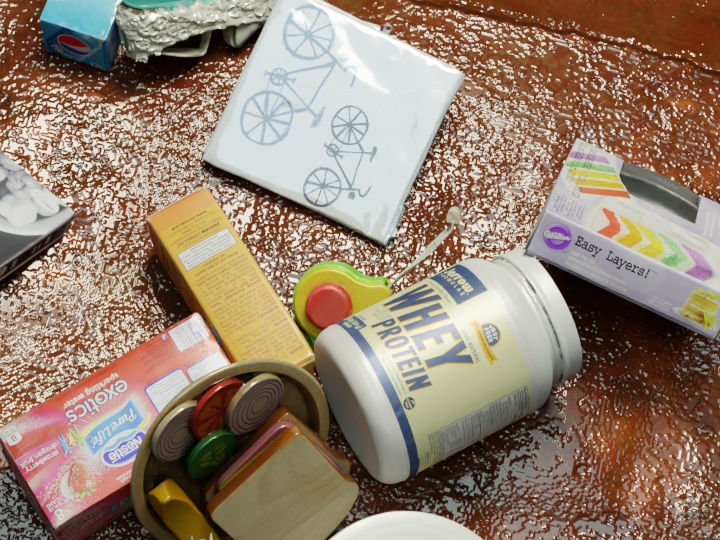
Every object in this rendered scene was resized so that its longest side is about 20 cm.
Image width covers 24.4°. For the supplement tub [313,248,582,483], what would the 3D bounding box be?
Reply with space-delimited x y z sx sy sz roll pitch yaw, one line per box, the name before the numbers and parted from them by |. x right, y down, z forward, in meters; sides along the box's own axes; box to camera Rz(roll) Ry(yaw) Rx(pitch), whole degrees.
supplement tub | 0.075 0.078 1.435 0.199 0.145 0.146 -26 74 -14

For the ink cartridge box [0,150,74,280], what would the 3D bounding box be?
ink cartridge box | -0.388 -0.055 1.457 0.198 0.044 0.200 39 46 9

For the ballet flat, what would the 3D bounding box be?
ballet flat | -0.142 -0.239 1.577 0.199 0.072 0.072 -16 71 -29

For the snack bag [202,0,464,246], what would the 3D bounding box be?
snack bag | -0.022 -0.147 1.556 0.199 0.021 0.190 25 84 2

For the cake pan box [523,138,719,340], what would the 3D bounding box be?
cake pan box | 0.252 -0.033 1.490 0.183 0.053 0.200 28 28 5

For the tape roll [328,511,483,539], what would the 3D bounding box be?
tape roll | 0.024 0.304 1.334 0.201 0.139 0.205 4 72 -13

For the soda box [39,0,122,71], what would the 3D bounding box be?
soda box | -0.238 -0.297 1.592 0.067 0.064 0.201 18 68 2

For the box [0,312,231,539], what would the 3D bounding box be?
box | -0.195 0.138 1.414 0.199 0.096 0.100 -31 74 -16

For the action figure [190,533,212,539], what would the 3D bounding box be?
action figure | -0.153 0.303 1.335 0.129 0.069 0.202 21 95 -17

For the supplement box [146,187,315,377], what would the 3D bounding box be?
supplement box | -0.112 0.028 1.463 0.068 0.067 0.201 -30 64 -14

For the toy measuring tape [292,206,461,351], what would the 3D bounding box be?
toy measuring tape | 0.000 0.000 1.476 0.200 0.074 0.074 -46 77 10

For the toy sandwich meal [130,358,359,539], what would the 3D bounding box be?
toy sandwich meal | -0.093 0.167 1.367 0.204 0.206 0.070 -31 43 -16
